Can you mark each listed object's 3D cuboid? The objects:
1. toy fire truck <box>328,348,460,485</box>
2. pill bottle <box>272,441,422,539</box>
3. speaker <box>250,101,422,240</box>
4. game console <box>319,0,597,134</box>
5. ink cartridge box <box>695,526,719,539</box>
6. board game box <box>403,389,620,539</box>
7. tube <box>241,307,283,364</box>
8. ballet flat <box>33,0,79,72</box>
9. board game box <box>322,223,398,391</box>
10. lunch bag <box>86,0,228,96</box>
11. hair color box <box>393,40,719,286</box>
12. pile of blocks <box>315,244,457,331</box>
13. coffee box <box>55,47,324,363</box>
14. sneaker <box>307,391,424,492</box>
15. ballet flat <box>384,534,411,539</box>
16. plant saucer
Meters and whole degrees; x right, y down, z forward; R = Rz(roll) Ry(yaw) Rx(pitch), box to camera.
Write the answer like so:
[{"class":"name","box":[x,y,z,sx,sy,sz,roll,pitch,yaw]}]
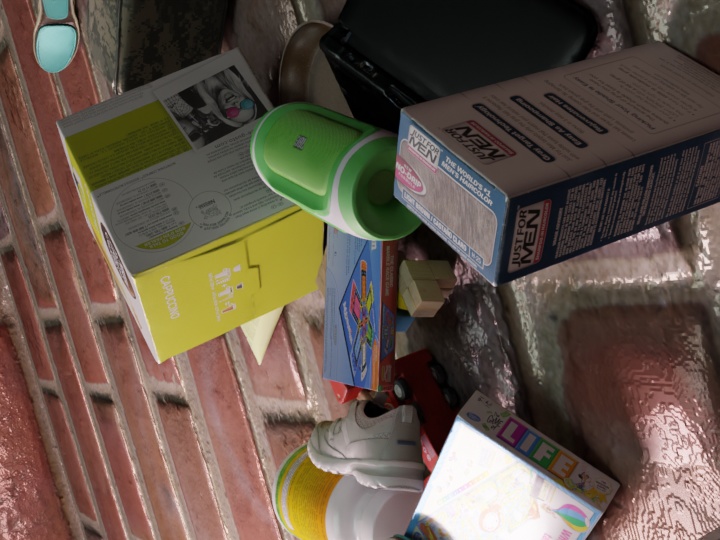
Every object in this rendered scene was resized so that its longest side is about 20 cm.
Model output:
[{"class":"toy fire truck","box":[0.044,0.147,1.097,0.201,0.049,0.141,62,151,17]},{"class":"pill bottle","box":[-0.002,0.245,1.172,0.200,0.111,0.112,4,109,61]},{"class":"speaker","box":[-0.021,-0.085,0.932,0.200,0.088,0.089,31,132,58]},{"class":"game console","box":[0.078,-0.145,0.862,0.200,0.116,0.176,41,171,28]},{"class":"ink cartridge box","box":[0.274,0.278,0.716,0.200,0.084,0.146,46,143,39]},{"class":"board game box","box":[0.119,0.204,0.954,0.134,0.034,0.200,33,139,15]},{"class":"tube","box":[-0.117,0.039,1.336,0.200,0.052,0.058,118,169,-58]},{"class":"ballet flat","box":[-0.448,-0.382,1.678,0.070,0.069,0.200,58,148,24]},{"class":"board game box","box":[0.000,0.000,0.996,0.103,0.019,0.201,3,91,62]},{"class":"lunch bag","box":[-0.235,-0.314,1.235,0.168,0.139,0.200,53,146,31]},{"class":"hair color box","box":[0.128,-0.068,0.653,0.100,0.199,0.061,45,143,41]},{"class":"pile of blocks","box":[0.029,0.019,1.027,0.200,0.062,0.083,22,108,61]},{"class":"coffee box","box":[-0.166,-0.061,1.155,0.198,0.199,0.200,59,164,24]},{"class":"sneaker","box":[0.012,0.153,1.055,0.200,0.074,0.082,-2,77,65]},{"class":"ballet flat","box":[0.069,0.323,1.052,0.069,0.069,0.200,30,160,52]},{"class":"plant saucer","box":[-0.015,-0.134,1.057,0.200,0.032,0.201,40,139,47]}]
